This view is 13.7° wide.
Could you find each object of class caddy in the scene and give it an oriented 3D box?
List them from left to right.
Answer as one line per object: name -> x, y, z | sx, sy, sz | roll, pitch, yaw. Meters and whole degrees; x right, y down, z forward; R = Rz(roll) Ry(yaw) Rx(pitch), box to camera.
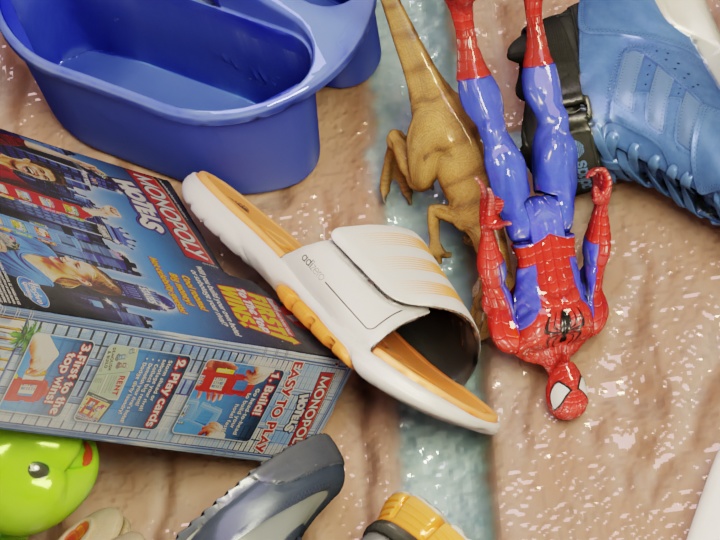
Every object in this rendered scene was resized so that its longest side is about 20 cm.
caddy -> -0.083, -0.127, 1.456 | 0.199, 0.105, 0.142 | 20, 63, 23

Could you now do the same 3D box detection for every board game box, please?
board game box -> -0.113, 0.016, 1.353 | 0.062, 0.199, 0.200 | -61, 31, 18

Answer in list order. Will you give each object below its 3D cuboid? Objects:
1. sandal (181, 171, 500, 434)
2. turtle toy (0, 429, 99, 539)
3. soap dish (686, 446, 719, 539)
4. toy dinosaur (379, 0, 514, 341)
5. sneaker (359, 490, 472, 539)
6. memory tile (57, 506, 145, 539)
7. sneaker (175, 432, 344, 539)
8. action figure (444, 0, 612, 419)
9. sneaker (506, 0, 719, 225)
sandal -> -0.005, -0.002, 1.369 | 0.207, 0.079, 0.059 | 42, 100, 32
turtle toy -> -0.212, 0.097, 1.341 | 0.199, 0.101, 0.146 | -6, 57, 8
soap dish -> 0.194, 0.111, 1.202 | 0.081, 0.200, 0.158 | 25, 61, -7
toy dinosaur -> 0.037, -0.070, 1.384 | 0.060, 0.106, 0.201 | -24, 96, -10
sneaker -> 0.053, 0.176, 1.253 | 0.077, 0.078, 0.200 | -40, 45, -12
memory tile -> -0.157, 0.185, 1.249 | 0.200, 0.017, 0.153 | -47, 19, -5
sneaker -> -0.063, 0.161, 1.300 | 0.082, 0.070, 0.200 | 41, 77, 14
action figure -> 0.078, -0.031, 1.338 | 0.065, 0.201, 0.052 | -13, 12, -20
sneaker -> 0.135, -0.050, 1.380 | 0.111, 0.077, 0.201 | -22, 57, -3
